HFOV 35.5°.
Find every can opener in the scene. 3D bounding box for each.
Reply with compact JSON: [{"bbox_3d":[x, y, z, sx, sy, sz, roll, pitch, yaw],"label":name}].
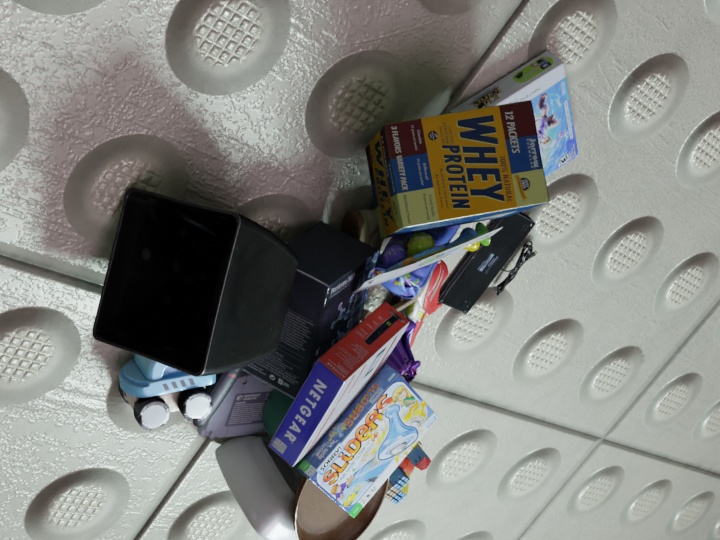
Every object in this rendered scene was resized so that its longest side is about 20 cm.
[{"bbox_3d":[-0.193,0.142,1.651,0.078,0.063,0.200,32,90,-28],"label":"can opener"}]

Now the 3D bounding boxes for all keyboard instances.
[{"bbox_3d":[0.223,-0.010,1.883,0.127,0.021,0.200,24,110,-39],"label":"keyboard"}]

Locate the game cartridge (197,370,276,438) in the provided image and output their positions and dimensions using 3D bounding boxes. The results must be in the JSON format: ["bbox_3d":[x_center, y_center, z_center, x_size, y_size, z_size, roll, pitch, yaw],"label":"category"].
[{"bbox_3d":[-0.151,0.199,1.775,0.199,0.042,0.134,0,120,-36],"label":"game cartridge"}]

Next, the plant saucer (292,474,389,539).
[{"bbox_3d":[-0.036,0.339,1.722,0.200,0.037,0.201,-23,124,-38],"label":"plant saucer"}]

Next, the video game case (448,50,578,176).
[{"bbox_3d":[0.237,-0.206,1.706,0.181,0.045,0.200,-32,138,-8],"label":"video game case"}]

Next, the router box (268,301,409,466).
[{"bbox_3d":[-0.030,0.160,1.589,0.179,0.049,0.200,-38,163,-50],"label":"router box"}]

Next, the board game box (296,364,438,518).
[{"bbox_3d":[0.014,0.253,1.661,0.200,0.034,0.135,-49,132,-8],"label":"board game box"}]

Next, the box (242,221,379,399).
[{"bbox_3d":[-0.071,0.056,1.609,0.148,0.107,0.201,-36,146,-53],"label":"box"}]

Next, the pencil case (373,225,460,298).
[{"bbox_3d":[0.100,-0.053,1.661,0.200,0.087,0.078,-55,146,-15],"label":"pencil case"}]

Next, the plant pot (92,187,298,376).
[{"bbox_3d":[-0.195,0.019,1.447,0.177,0.199,0.201,11,93,-56],"label":"plant pot"}]

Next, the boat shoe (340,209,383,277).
[{"bbox_3d":[0.000,0.000,1.687,0.064,0.071,0.201,-9,129,-31],"label":"boat shoe"}]

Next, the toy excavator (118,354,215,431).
[{"bbox_3d":[-0.246,0.104,1.587,0.194,0.100,0.201,-10,118,-25],"label":"toy excavator"}]

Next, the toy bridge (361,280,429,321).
[{"bbox_3d":[0.069,0.011,1.715,0.067,0.027,0.200,36,78,-25],"label":"toy bridge"}]

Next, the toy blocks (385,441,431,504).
[{"bbox_3d":[0.041,0.345,1.964,0.200,0.137,0.100,-44,139,5],"label":"toy blocks"}]

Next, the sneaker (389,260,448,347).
[{"bbox_3d":[0.091,0.067,1.813,0.085,0.077,0.201,-5,128,-40],"label":"sneaker"}]

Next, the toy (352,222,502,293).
[{"bbox_3d":[0.087,-0.029,1.556,0.199,0.047,0.115,-17,172,-21],"label":"toy"}]

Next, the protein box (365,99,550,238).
[{"bbox_3d":[0.124,-0.130,1.510,0.198,0.200,0.136,-10,89,-7],"label":"protein box"}]

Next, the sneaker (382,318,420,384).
[{"bbox_3d":[0.051,0.166,1.733,0.081,0.083,0.201,31,62,-71],"label":"sneaker"}]

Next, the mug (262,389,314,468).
[{"bbox_3d":[-0.050,0.242,1.775,0.184,0.114,0.152,0,125,-37],"label":"mug"}]

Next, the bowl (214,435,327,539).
[{"bbox_3d":[-0.121,0.345,1.795,0.075,0.200,0.199,-47,140,11],"label":"bowl"}]
